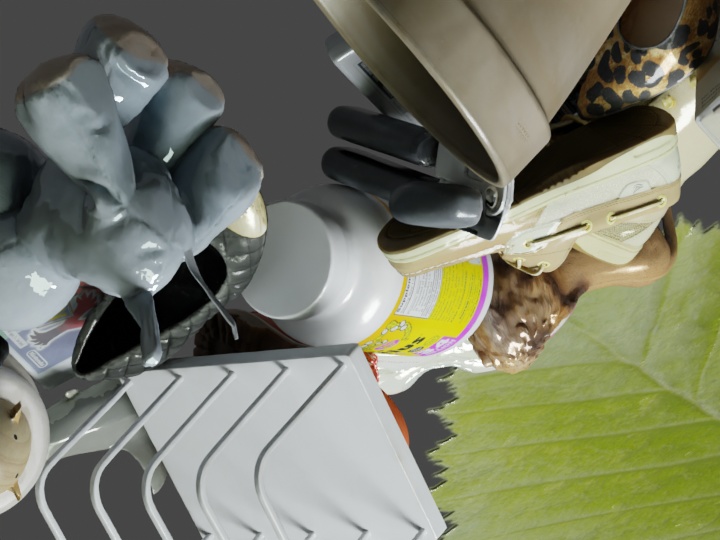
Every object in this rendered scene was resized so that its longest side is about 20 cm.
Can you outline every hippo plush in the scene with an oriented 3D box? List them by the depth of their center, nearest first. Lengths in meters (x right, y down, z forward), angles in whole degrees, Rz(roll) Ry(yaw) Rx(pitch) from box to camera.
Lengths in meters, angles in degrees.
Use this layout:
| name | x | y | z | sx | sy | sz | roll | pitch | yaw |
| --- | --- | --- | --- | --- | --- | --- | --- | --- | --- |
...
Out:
| name | x | y | z | sx | sy | sz | roll | pitch | yaw |
| --- | --- | --- | --- | --- | --- | --- | --- | --- | --- |
| hippo plush | -0.157 | -0.031 | 1.490 | 0.160 | 0.201 | 0.159 | -23 | 175 | 36 |

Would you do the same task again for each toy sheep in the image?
| name | x | y | z | sx | sy | sz | roll | pitch | yaw |
| --- | --- | --- | --- | --- | --- | --- | --- | --- | --- |
| toy sheep | -0.265 | 0.096 | 1.610 | 0.137 | 0.200 | 0.139 | -10 | 109 | -30 |

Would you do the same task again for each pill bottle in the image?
| name | x | y | z | sx | sy | sz | roll | pitch | yaw |
| --- | --- | --- | --- | --- | --- | --- | --- | --- | --- |
| pill bottle | 0.000 | 0.000 | 1.669 | 0.104 | 0.105 | 0.200 | -38 | 159 | 22 |

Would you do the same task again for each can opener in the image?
| name | x | y | z | sx | sy | sz | roll | pitch | yaw |
| --- | --- | --- | --- | --- | --- | --- | --- | --- | --- |
| can opener | 0.024 | -0.062 | 1.552 | 0.066 | 0.200 | 0.054 | 3 | 101 | -32 |

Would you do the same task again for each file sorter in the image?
| name | x | y | z | sx | sy | sz | roll | pitch | yaw |
| --- | --- | --- | --- | --- | --- | --- | --- | --- | --- |
| file sorter | -0.078 | 0.143 | 1.604 | 0.199 | 0.139 | 0.125 | -6 | -151 | 40 |

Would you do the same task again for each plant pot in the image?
| name | x | y | z | sx | sy | sz | roll | pitch | yaw |
| --- | --- | --- | --- | --- | --- | --- | --- | --- | --- |
| plant pot | 0.074 | -0.176 | 1.421 | 0.173 | 0.200 | 0.200 | -41 | 150 | -2 |

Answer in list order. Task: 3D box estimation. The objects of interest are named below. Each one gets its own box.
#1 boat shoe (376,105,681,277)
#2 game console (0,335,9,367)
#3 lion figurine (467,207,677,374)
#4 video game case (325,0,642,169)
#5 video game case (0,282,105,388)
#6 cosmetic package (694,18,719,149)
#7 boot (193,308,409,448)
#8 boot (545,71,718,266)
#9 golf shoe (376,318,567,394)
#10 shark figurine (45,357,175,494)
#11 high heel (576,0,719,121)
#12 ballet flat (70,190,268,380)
| name | x | y | z | sx | sy | sz | roll | pitch | yaw |
| --- | --- | --- | --- | --- | --- | --- | --- | --- | --- |
| boat shoe | 0.109 | -0.033 | 1.591 | 0.199 | 0.074 | 0.067 | -22 | 116 | -5 |
| game console | -0.307 | 0.038 | 1.418 | 0.173 | 0.199 | 0.119 | -56 | 180 | 44 |
| lion figurine | 0.153 | -0.008 | 1.784 | 0.199 | 0.123 | 0.073 | -19 | 150 | -11 |
| video game case | 0.094 | -0.143 | 1.630 | 0.182 | 0.023 | 0.200 | -31 | 149 | 11 |
| video game case | -0.159 | -0.009 | 1.638 | 0.181 | 0.023 | 0.200 | -27 | 150 | 4 |
| cosmetic package | 0.264 | -0.138 | 1.592 | 0.071 | 0.200 | 0.105 | 44 | 113 | -13 |
| boot | -0.013 | 0.078 | 1.706 | 0.107 | 0.200 | 0.076 | 2 | 112 | -39 |
| boot | 0.152 | -0.093 | 1.657 | 0.199 | 0.073 | 0.156 | 24 | 119 | -38 |
| golf shoe | 0.064 | 0.028 | 1.829 | 0.199 | 0.076 | 0.092 | -19 | 146 | -13 |
| shark figurine | -0.175 | 0.118 | 1.716 | 0.214 | 0.090 | 0.128 | -27 | 177 | -32 |
| high heel | 0.169 | -0.187 | 1.549 | 0.200 | 0.071 | 0.142 | -48 | 136 | 11 |
| ballet flat | -0.114 | 0.009 | 1.589 | 0.057 | 0.066 | 0.200 | -36 | 169 | -47 |
